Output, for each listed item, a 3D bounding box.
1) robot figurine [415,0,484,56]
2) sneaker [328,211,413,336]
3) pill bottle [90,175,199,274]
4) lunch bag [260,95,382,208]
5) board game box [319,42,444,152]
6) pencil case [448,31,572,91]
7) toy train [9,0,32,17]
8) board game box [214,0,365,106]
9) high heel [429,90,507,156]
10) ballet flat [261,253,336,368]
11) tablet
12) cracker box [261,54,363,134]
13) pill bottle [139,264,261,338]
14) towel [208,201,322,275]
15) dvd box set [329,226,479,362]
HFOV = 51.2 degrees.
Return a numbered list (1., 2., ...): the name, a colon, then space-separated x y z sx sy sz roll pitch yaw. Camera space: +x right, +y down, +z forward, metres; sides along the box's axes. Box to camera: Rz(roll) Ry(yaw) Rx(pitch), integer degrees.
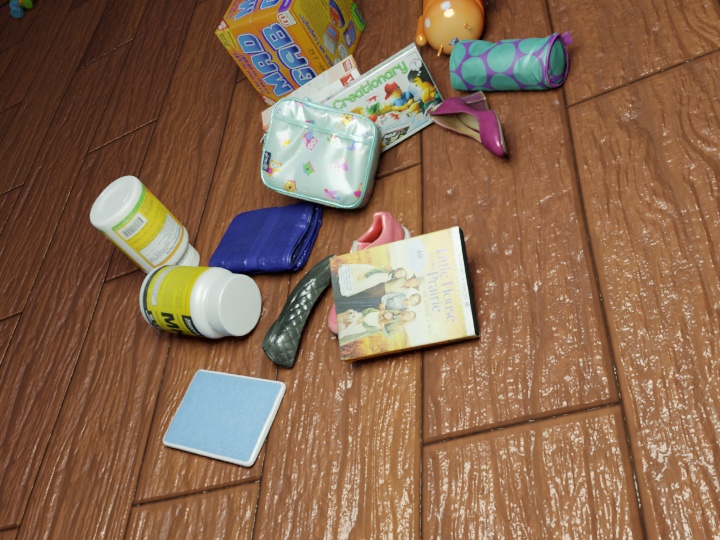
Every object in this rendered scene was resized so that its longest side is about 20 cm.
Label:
1. robot figurine: 0.169 -0.475 1.361 0.139 0.118 0.204 1 52 6
2. sneaker: 0.000 0.000 1.110 0.073 0.087 0.203 13 64 43
3. pill bottle: -0.383 -0.064 1.364 0.109 0.201 0.113 -19 45 20
4. lunch bag: -0.068 -0.197 1.238 0.195 0.077 0.165 16 101 10
5. board game box: 0.038 -0.278 1.284 0.197 0.127 0.035 -29 25 13
6. pencil case: 0.238 -0.338 1.219 0.197 0.085 0.094 12 63 42
7. toy train: -1.359 -1.127 3.084 0.196 0.085 0.118 -26 54 16
8. board game box: -0.138 -0.500 1.548 0.196 0.201 0.204 -4 52 33
9. high heel: 0.170 -0.218 1.180 0.094 0.069 0.202 -20 30 7
10. ballet flat: -0.086 0.059 1.166 0.202 0.056 0.066 -59 17 -25
11. tablet: -0.208 0.218 1.136 0.196 0.014 0.132 2 57 37
12. cracker box: -0.062 -0.272 1.349 0.197 0.134 0.058 -30 41 12
13. pill bottle: -0.264 0.051 1.243 0.196 0.115 0.116 2 56 38
14. towel: -0.162 -0.049 1.307 0.196 0.050 0.150 -5 46 35
15. dvd box set: 0.056 0.035 1.025 0.195 0.029 0.151 -12 77 22
